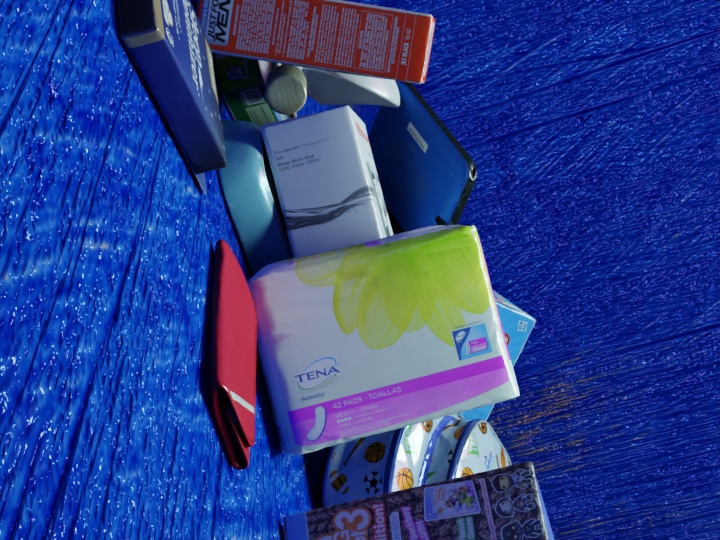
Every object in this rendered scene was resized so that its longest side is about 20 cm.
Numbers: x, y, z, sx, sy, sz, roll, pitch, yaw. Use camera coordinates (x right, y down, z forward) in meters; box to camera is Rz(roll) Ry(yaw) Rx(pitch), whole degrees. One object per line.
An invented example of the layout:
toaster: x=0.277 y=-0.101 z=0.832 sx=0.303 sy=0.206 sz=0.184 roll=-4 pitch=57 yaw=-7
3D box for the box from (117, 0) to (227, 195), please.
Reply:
box: x=-0.137 y=-0.158 z=1.192 sx=0.200 sy=0.032 sz=0.121 roll=70 pitch=8 yaw=-57

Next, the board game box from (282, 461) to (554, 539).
board game box: x=0.057 y=0.248 z=1.253 sx=0.160 sy=0.199 sz=0.097 roll=68 pitch=11 yaw=-52

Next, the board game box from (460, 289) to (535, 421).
board game box: x=0.085 y=0.104 z=1.702 sx=0.200 sy=0.056 sz=0.196 roll=-64 pitch=-159 yaw=6

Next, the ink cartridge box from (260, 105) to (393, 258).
ink cartridge box: x=-0.017 y=-0.036 z=1.421 sx=0.146 sy=0.084 sz=0.201 roll=13 pitch=63 yaw=-85

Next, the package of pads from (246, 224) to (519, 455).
package of pads: x=0.014 y=0.052 z=1.305 sx=0.068 sy=0.199 sz=0.155 roll=164 pitch=-88 yaw=-83

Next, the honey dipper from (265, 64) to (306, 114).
honey dipper: x=-0.071 y=-0.188 z=1.506 sx=0.200 sy=0.038 sz=0.038 roll=-99 pitch=174 yaw=-70

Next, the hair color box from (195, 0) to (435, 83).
hair color box: x=-0.038 y=-0.207 z=1.398 sx=0.111 sy=0.199 sz=0.064 roll=-58 pitch=159 yaw=-82

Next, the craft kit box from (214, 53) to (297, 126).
craft kit box: x=-0.105 y=-0.206 z=1.578 sx=0.200 sy=0.048 sz=0.198 roll=67 pitch=14 yaw=-61

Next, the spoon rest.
spoon rest: x=-0.024 y=-0.190 z=1.587 sx=0.061 sy=0.099 sz=0.200 roll=-66 pitch=-157 yaw=6

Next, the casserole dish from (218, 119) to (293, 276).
casserole dish: x=-0.083 y=-0.046 z=1.418 sx=0.121 sy=0.039 sz=0.200 roll=-97 pitch=170 yaw=-55

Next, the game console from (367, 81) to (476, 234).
game console: x=0.083 y=-0.067 z=1.570 sx=0.171 sy=0.118 sz=0.200 roll=-68 pitch=-149 yaw=26

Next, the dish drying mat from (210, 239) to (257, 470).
dish drying mat: x=-0.092 y=0.057 z=1.169 sx=0.200 sy=0.018 sz=0.077 roll=-94 pitch=168 yaw=-60

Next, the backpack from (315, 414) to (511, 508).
backpack: x=0.046 y=0.200 z=1.472 sx=0.191 sy=0.154 sz=0.200 roll=50 pitch=42 yaw=-43
